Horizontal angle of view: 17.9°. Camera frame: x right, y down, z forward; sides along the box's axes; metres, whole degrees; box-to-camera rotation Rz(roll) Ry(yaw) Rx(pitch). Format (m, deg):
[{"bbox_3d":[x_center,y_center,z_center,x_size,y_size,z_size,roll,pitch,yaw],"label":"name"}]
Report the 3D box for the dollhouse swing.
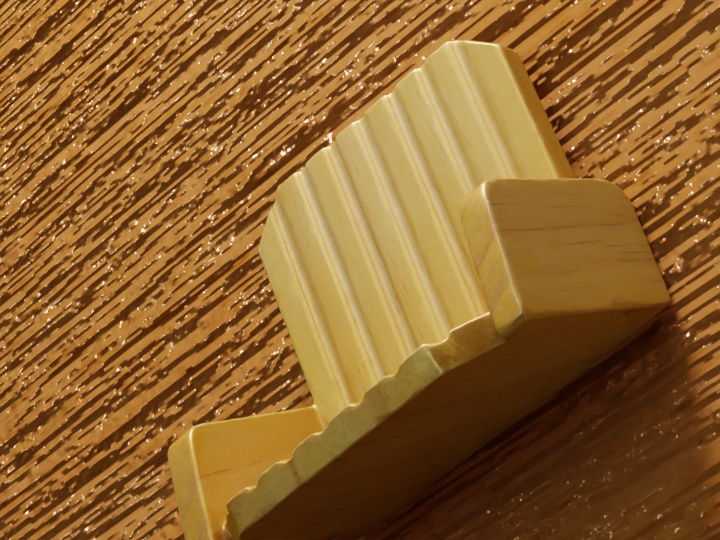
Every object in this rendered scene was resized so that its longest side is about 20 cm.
[{"bbox_3d":[0.000,0.000,1.015,0.200,0.182,0.176,-39,71,29],"label":"dollhouse swing"}]
